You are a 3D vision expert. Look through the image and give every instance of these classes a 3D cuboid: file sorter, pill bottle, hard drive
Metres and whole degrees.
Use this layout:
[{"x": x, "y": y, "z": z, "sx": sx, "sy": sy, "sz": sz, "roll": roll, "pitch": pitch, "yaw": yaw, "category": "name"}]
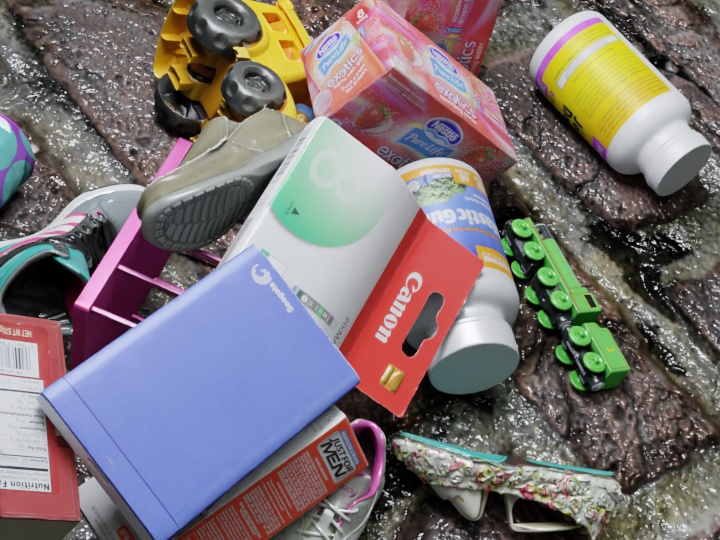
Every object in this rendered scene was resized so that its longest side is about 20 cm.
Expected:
[{"x": -0.145, "y": 0.021, "z": 1.142, "sx": 0.125, "sy": 0.139, "sz": 0.201, "roll": 22, "pitch": 51, "yaw": 3, "category": "file sorter"}, {"x": 0.081, "y": 0.006, "z": 1.225, "sx": 0.111, "sy": 0.112, "sz": 0.201, "roll": -3, "pitch": 53, "yaw": -15, "category": "pill bottle"}, {"x": -0.111, "y": 0.085, "z": 0.965, "sx": 0.200, "sy": 0.025, "sz": 0.132, "roll": -37, "pitch": 87, "yaw": -32, "category": "hard drive"}, {"x": 0.275, "y": -0.173, "z": 1.417, "sx": 0.104, "sy": 0.105, "sz": 0.200, "roll": -23, "pitch": 61, "yaw": -28, "category": "pill bottle"}]

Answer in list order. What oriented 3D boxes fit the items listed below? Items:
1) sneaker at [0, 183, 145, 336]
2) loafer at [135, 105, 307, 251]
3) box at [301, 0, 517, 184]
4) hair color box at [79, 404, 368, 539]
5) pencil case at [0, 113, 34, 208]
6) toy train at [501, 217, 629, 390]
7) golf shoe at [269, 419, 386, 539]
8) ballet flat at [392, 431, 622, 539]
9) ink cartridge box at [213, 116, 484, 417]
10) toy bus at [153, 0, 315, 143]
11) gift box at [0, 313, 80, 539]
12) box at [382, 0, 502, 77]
[{"x": -0.242, "y": -0.008, "z": 1.148, "sx": 0.199, "sy": 0.084, "sz": 0.121, "roll": -30, "pitch": 32, "yaw": -24, "category": "sneaker"}, {"x": -0.115, "y": -0.079, "z": 1.101, "sx": 0.070, "sy": 0.075, "sz": 0.200, "roll": 40, "pitch": 41, "yaw": 18, "category": "loafer"}, {"x": 0.048, "y": -0.155, "z": 1.283, "sx": 0.200, "sy": 0.094, "sz": 0.103, "roll": 31, "pitch": 34, "yaw": -42, "category": "box"}, {"x": -0.108, "y": 0.160, "z": 1.033, "sx": 0.199, "sy": 0.064, "sz": 0.111, "roll": -34, "pitch": 40, "yaw": -15, "category": "hair color box"}, {"x": -0.375, "y": -0.057, "z": 1.181, "sx": 0.092, "sy": 0.085, "sz": 0.200, "roll": 45, "pitch": 49, "yaw": -14, "category": "pencil case"}, {"x": 0.193, "y": 0.029, "z": 1.282, "sx": 0.056, "sy": 0.042, "sz": 0.201, "roll": -4, "pitch": 53, "yaw": -28, "category": "toy train"}, {"x": -0.033, "y": 0.200, "z": 1.059, "sx": 0.075, "sy": 0.092, "sz": 0.201, "roll": 24, "pitch": 52, "yaw": 3, "category": "golf shoe"}, {"x": 0.120, "y": 0.183, "z": 1.128, "sx": 0.198, "sy": 0.076, "sz": 0.064, "roll": 11, "pitch": 84, "yaw": 2, "category": "ballet flat"}, {"x": 0.000, "y": 0.000, "z": 1.089, "sx": 0.199, "sy": 0.050, "sz": 0.162, "roll": 35, "pitch": 73, "yaw": -14, "category": "ink cartridge box"}, {"x": -0.087, "y": -0.172, "z": 1.328, "sx": 0.191, "sy": 0.136, "sz": 0.201, "roll": -4, "pitch": 54, "yaw": -36, "category": "toy bus"}, {"x": -0.309, "y": 0.129, "z": 0.967, "sx": 0.184, "sy": 0.187, "sz": 0.201, "roll": 15, "pitch": 49, "yaw": -32, "category": "gift box"}, {"x": 0.065, "y": -0.239, "z": 1.356, "sx": 0.102, "sy": 0.201, "sz": 0.095, "roll": -3, "pitch": 53, "yaw": -16, "category": "box"}]
